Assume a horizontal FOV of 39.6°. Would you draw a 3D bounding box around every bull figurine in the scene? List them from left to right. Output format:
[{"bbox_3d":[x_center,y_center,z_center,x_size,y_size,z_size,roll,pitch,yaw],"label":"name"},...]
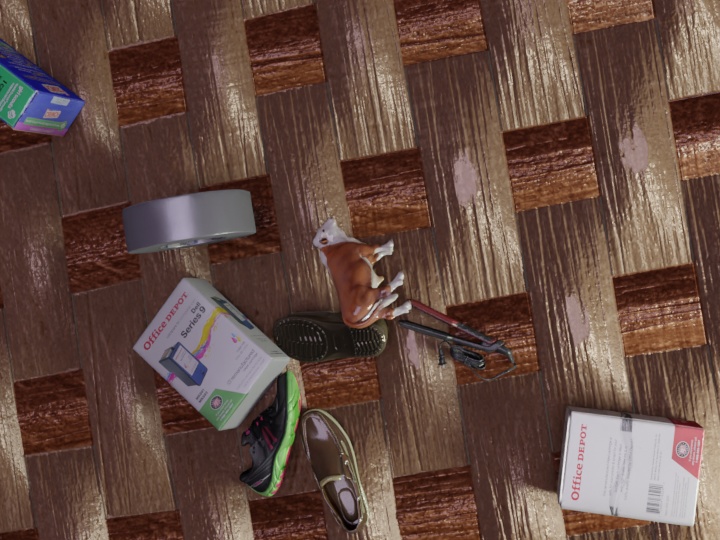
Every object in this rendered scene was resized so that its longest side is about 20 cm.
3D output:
[{"bbox_3d":[0.000,0.000,1.535,0.120,0.065,0.202,-15,57,-2],"label":"bull figurine"}]

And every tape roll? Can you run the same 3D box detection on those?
[{"bbox_3d":[-0.261,-0.074,1.527,0.197,0.200,0.067,-11,89,8],"label":"tape roll"}]

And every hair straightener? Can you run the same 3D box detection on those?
[{"bbox_3d":[0.148,0.118,1.562,0.198,0.041,0.078,24,94,2],"label":"hair straightener"}]

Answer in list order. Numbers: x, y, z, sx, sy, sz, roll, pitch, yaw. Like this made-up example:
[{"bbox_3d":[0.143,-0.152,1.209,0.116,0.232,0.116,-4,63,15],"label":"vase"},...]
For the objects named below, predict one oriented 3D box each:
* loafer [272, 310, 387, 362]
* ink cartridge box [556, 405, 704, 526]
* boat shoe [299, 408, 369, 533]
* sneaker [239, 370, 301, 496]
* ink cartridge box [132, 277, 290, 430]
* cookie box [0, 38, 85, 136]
[{"bbox_3d":[-0.043,0.101,1.570,0.197,0.067,0.077,4,105,23],"label":"loafer"},{"bbox_3d":[0.400,0.289,1.503,0.197,0.083,0.149,7,92,7],"label":"ink cartridge box"},{"bbox_3d":[-0.039,0.314,1.568,0.074,0.075,0.204,-27,88,7],"label":"boat shoe"},{"bbox_3d":[-0.144,0.255,1.581,0.083,0.077,0.203,15,92,3],"label":"sneaker"},{"bbox_3d":[-0.234,0.129,1.571,0.200,0.087,0.146,41,97,16],"label":"ink cartridge box"},{"bbox_3d":[-0.562,-0.301,1.579,0.199,0.171,0.076,36,98,6],"label":"cookie box"}]
